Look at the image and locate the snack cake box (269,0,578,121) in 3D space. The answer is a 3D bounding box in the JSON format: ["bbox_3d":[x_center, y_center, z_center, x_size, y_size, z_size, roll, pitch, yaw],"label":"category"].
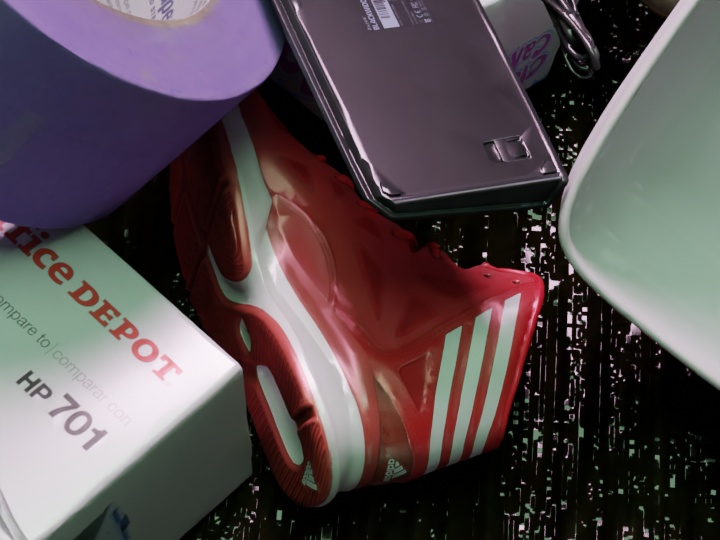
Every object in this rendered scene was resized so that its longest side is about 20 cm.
[{"bbox_3d":[-0.019,-0.142,1.004,0.200,0.067,0.115,39,41,23],"label":"snack cake box"}]

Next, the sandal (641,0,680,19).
[{"bbox_3d":[0.086,-0.176,0.967,0.080,0.054,0.200,-46,64,8],"label":"sandal"}]

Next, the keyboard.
[{"bbox_3d":[0.027,-0.100,0.908,0.127,0.021,0.200,-9,54,-21],"label":"keyboard"}]

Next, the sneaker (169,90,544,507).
[{"bbox_3d":[0.000,0.000,0.946,0.115,0.078,0.201,-6,57,-22],"label":"sneaker"}]

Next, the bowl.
[{"bbox_3d":[0.189,-0.043,0.891,0.200,0.075,0.200,34,102,-11],"label":"bowl"}]

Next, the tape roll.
[{"bbox_3d":[-0.126,-0.121,0.881,0.085,0.200,0.201,-37,52,31],"label":"tape roll"}]

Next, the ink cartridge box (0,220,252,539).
[{"bbox_3d":[-0.159,0.072,0.880,0.146,0.086,0.200,39,67,23],"label":"ink cartridge box"}]
